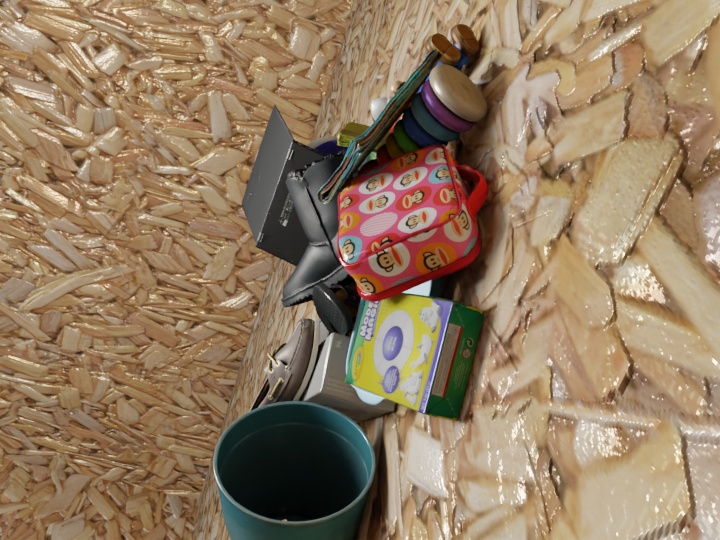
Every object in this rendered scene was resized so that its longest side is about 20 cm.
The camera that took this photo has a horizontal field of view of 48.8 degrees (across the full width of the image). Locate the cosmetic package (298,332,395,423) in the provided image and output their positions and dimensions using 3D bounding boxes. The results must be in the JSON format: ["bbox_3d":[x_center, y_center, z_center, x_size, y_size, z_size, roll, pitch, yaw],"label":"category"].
[{"bbox_3d":[-0.022,0.154,1.092,0.200,0.106,0.091,134,150,-71],"label":"cosmetic package"}]

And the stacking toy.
[{"bbox_3d":[0.067,-0.161,1.006,0.200,0.085,0.086,-46,26,33],"label":"stacking toy"}]

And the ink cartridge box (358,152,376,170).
[{"bbox_3d":[0.024,-0.095,1.241,0.145,0.087,0.201,-121,46,-69],"label":"ink cartridge box"}]

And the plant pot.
[{"bbox_3d":[-0.086,0.306,1.024,0.201,0.198,0.189,-92,5,-56],"label":"plant pot"}]

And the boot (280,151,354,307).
[{"bbox_3d":[-0.063,-0.054,1.110,0.200,0.076,0.169,-29,80,41],"label":"boot"}]

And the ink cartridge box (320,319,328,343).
[{"bbox_3d":[-0.087,0.110,1.359,0.162,0.050,0.202,134,145,-74],"label":"ink cartridge box"}]

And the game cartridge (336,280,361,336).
[{"bbox_3d":[0.000,0.000,1.132,0.176,0.032,0.201,46,127,33],"label":"game cartridge"}]

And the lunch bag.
[{"bbox_3d":[0.063,-0.066,0.908,0.175,0.082,0.201,-23,31,15],"label":"lunch bag"}]

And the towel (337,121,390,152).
[{"bbox_3d":[0.015,-0.196,1.175,0.200,0.085,0.018,-77,2,-74],"label":"towel"}]

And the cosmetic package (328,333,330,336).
[{"bbox_3d":[-0.032,0.115,1.328,0.083,0.050,0.201,126,157,-58],"label":"cosmetic package"}]

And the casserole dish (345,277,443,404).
[{"bbox_3d":[0.045,0.065,0.964,0.121,0.039,0.201,8,83,51],"label":"casserole dish"}]

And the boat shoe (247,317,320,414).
[{"bbox_3d":[-0.105,0.144,1.091,0.072,0.059,0.201,-90,19,-55],"label":"boat shoe"}]

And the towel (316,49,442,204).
[{"bbox_3d":[0.023,-0.180,0.999,0.200,0.022,0.147,-54,3,-30],"label":"towel"}]

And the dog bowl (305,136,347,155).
[{"bbox_3d":[-0.046,-0.119,1.344,0.079,0.199,0.201,27,106,35],"label":"dog bowl"}]

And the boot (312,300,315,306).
[{"bbox_3d":[-0.084,0.011,1.379,0.200,0.073,0.076,-110,40,-82],"label":"boot"}]

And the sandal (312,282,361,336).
[{"bbox_3d":[-0.029,0.050,1.072,0.048,0.076,0.200,-35,-6,-10],"label":"sandal"}]

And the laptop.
[{"bbox_3d":[-0.094,-0.123,1.246,0.116,0.199,0.188,-58,-7,-62],"label":"laptop"}]

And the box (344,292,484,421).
[{"bbox_3d":[0.047,0.084,0.868,0.200,0.048,0.118,5,79,64],"label":"box"}]

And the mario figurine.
[{"bbox_3d":[0.081,-0.274,1.142,0.200,0.123,0.107,128,143,-53],"label":"mario figurine"}]
